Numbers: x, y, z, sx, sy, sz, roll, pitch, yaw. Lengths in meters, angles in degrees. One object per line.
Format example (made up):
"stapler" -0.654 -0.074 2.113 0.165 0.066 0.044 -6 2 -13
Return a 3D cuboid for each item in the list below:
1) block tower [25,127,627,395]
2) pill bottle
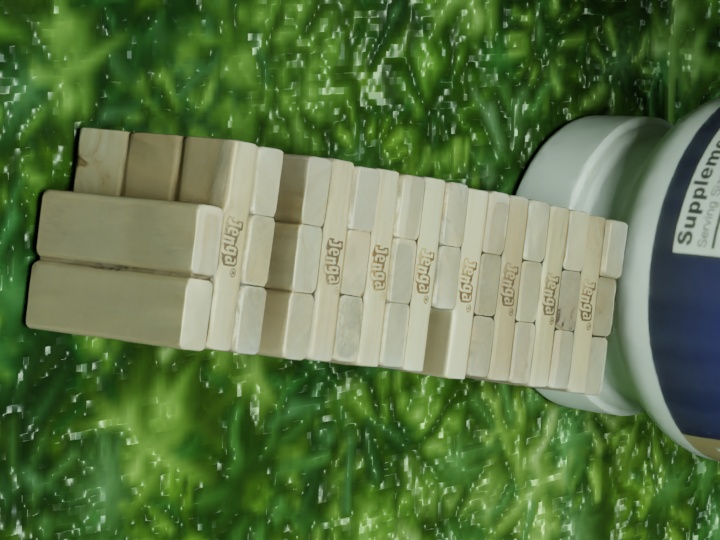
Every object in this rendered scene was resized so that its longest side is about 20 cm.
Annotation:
"block tower" 0.000 0.000 0.788 0.200 0.058 0.054 8 89 -54
"pill bottle" 0.148 0.005 0.863 0.116 0.200 0.116 -9 102 -50
